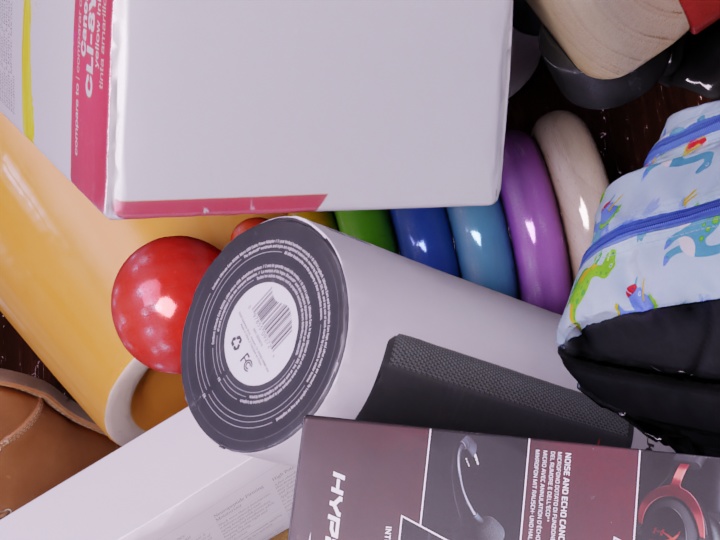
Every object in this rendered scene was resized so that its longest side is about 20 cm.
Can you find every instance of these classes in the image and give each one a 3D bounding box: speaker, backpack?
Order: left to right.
[{"bbox_3d":[0.033,0.043,0.758,0.081,0.199,0.082,-16,65,39],"label":"speaker"},{"bbox_3d":[0.161,0.010,0.694,0.199,0.163,0.155,-26,44,43],"label":"backpack"}]

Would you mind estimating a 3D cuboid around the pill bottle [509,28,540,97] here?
[{"bbox_3d":[0.022,-0.173,0.942,0.115,0.115,0.201,-28,53,33],"label":"pill bottle"}]

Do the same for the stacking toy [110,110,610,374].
[{"bbox_3d":[0.000,0.000,0.828,0.198,0.086,0.086,-14,52,-3],"label":"stacking toy"}]

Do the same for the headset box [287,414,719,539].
[{"bbox_3d":[0.080,0.109,0.668,0.198,0.149,0.076,5,71,5],"label":"headset box"}]

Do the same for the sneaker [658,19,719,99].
[{"bbox_3d":[0.181,-0.137,0.790,0.199,0.076,0.112,-29,49,34],"label":"sneaker"}]

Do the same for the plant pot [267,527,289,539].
[{"bbox_3d":[-0.043,0.198,0.797,0.200,0.186,0.186,-48,42,-6],"label":"plant pot"}]

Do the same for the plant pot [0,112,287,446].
[{"bbox_3d":[-0.097,-0.028,0.950,0.200,0.200,0.184,-44,61,20],"label":"plant pot"}]

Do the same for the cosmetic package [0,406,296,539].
[{"bbox_3d":[-0.074,0.108,0.856,0.199,0.083,0.051,-30,44,-11],"label":"cosmetic package"}]

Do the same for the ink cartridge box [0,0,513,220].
[{"bbox_3d":[-0.051,-0.084,0.776,0.200,0.144,0.084,-145,54,-63],"label":"ink cartridge box"}]

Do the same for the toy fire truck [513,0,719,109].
[{"bbox_3d":[0.111,-0.190,0.764,0.199,0.129,0.176,-33,46,3],"label":"toy fire truck"}]

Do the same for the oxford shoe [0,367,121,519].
[{"bbox_3d":[-0.170,0.082,0.948,0.071,0.199,0.072,-4,71,41],"label":"oxford shoe"}]
